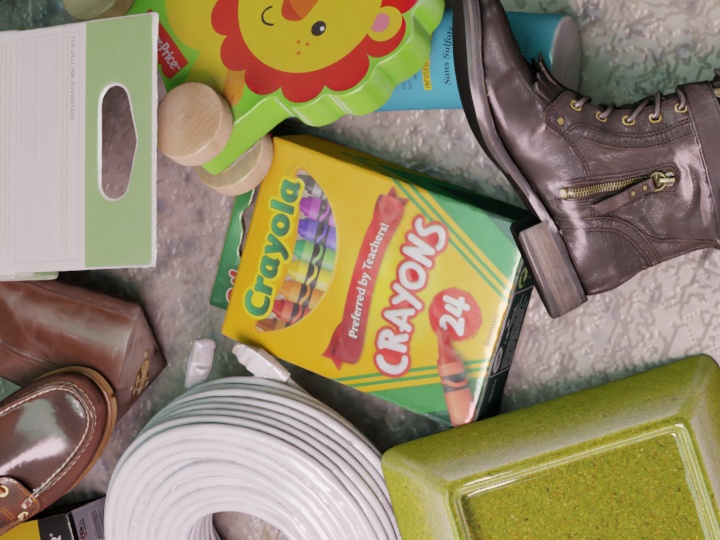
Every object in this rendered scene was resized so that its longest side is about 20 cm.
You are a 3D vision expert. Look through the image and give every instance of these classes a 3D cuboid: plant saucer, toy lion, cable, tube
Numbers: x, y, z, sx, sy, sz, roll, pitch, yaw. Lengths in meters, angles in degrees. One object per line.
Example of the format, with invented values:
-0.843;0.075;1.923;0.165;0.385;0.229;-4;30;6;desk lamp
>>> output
0.129;0.165;0.937;0.198;0.048;0.201;-17;80;2;plant saucer
-0.054;-0.155;1.000;0.192;0.069;0.200;-41;58;7;toy lion
-0.058;0.163;1.031;0.199;0.069;0.201;32;121;9;cable
0.027;-0.123;1.001;0.199;0.050;0.078;4;86;26;tube

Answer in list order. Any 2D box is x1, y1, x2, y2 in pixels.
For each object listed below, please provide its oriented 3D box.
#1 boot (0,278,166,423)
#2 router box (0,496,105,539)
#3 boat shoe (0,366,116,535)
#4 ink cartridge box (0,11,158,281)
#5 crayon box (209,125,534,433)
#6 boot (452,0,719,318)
-0.231;0.071;1.119;0.199;0.064;0.187;19;127;4;boot
-0.219;0.262;1.136;0.156;0.052;0.201;-15;90;23;router box
-0.234;0.134;1.065;0.200;0.070;0.071;-41;85;18;boat shoe
-0.189;-0.068;1.007;0.199;0.048;0.147;-2;86;26;ink cartridge box
0.000;0.000;1.020;0.199;0.051;0.128;20;103;20;crayon box
0.150;-0.082;0.919;0.173;0.069;0.201;-22;105;2;boot
